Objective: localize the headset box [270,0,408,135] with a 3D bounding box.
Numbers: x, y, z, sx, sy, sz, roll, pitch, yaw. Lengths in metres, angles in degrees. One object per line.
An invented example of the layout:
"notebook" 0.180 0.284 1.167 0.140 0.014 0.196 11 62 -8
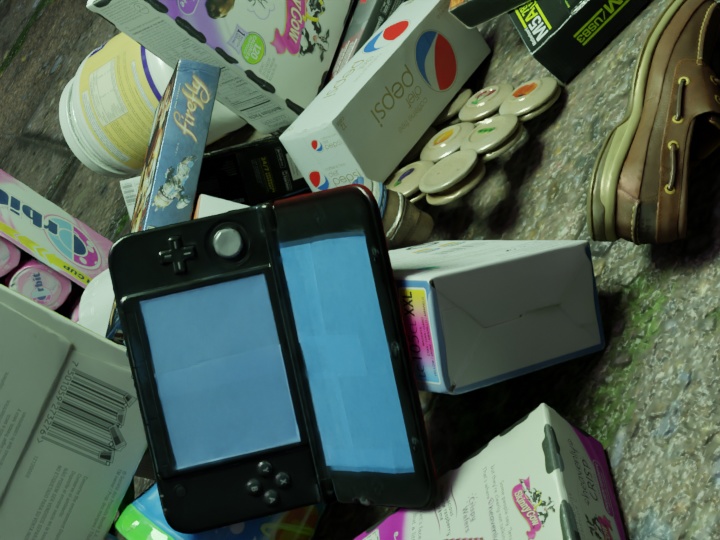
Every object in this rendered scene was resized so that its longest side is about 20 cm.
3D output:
"headset box" -0.010 -0.203 1.362 0.199 0.075 0.150 -2 60 54

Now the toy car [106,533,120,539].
"toy car" -0.320 0.258 1.243 0.185 0.199 0.177 -57 30 -2

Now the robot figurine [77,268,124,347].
"robot figurine" -0.171 0.032 1.331 0.199 0.113 0.170 -30 14 37

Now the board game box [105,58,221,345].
"board game box" -0.155 -0.049 1.176 0.135 0.034 0.202 143 138 -70

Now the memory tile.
"memory tile" 0.054 -0.099 1.177 0.153 0.017 0.199 -46 25 -26

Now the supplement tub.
"supplement tub" -0.209 -0.185 1.562 0.199 0.145 0.147 -21 44 43

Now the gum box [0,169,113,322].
"gum box" -0.311 -0.007 1.482 0.066 0.199 0.114 -44 31 18

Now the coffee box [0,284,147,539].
"coffee box" -0.284 0.110 1.080 0.197 0.199 0.201 12 75 62

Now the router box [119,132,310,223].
"router box" -0.098 -0.086 1.318 0.148 0.052 0.199 -21 9 -36

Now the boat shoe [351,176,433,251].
"boat shoe" 0.000 0.000 1.150 0.200 0.072 0.073 128 159 -65

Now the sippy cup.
"sippy cup" -0.083 0.163 1.062 0.131 0.177 0.140 -56 7 -9

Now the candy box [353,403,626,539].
"candy box" 0.065 0.192 0.893 0.200 0.061 0.137 -40 34 27

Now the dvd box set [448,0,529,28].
"dvd box set" 0.146 -0.300 1.187 0.146 0.029 0.202 -17 49 48

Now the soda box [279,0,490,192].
"soda box" 0.023 -0.141 1.195 0.063 0.068 0.200 -11 31 45

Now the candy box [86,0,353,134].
"candy box" -0.106 -0.240 1.262 0.071 0.199 0.169 -11 53 49

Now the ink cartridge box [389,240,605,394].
"ink cartridge box" 0.044 0.026 0.998 0.199 0.135 0.077 4 104 56

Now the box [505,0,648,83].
"box" 0.187 -0.270 1.176 0.193 0.047 0.201 -47 32 20

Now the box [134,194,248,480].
"box" -0.109 0.062 1.158 0.125 0.096 0.201 -89 19 -43

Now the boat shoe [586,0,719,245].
"boat shoe" 0.206 -0.097 0.973 0.067 0.072 0.201 12 58 23

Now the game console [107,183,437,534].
"game console" -0.060 0.061 0.942 0.170 0.202 0.119 -12 3 -6
